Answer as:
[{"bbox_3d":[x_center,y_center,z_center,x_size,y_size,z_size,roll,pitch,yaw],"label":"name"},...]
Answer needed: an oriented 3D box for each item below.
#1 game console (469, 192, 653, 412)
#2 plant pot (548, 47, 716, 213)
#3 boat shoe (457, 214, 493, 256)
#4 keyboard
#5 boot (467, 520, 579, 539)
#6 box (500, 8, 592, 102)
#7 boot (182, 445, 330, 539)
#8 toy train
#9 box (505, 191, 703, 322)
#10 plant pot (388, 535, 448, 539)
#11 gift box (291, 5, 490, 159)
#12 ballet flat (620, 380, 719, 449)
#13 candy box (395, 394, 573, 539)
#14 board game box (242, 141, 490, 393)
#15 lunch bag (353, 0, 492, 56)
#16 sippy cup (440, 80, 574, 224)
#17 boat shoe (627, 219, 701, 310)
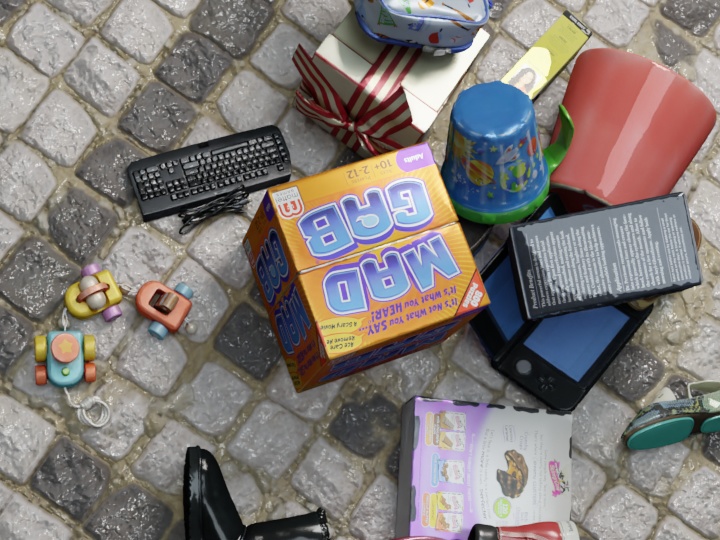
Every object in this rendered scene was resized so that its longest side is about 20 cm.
[{"bbox_3d":[0.242,0.039,1.744,0.170,0.119,0.200,35,69,21],"label":"game console"},{"bbox_3d":[0.322,-0.150,1.794,0.199,0.200,0.178,27,80,-5],"label":"plant pot"},{"bbox_3d":[0.153,-0.094,1.790,0.072,0.072,0.201,33,70,-2],"label":"boat shoe"},{"bbox_3d":[-0.174,-0.113,1.735,0.199,0.040,0.105,-18,79,-17],"label":"keyboard"},{"bbox_3d":[0.167,0.379,1.635,0.143,0.072,0.202,0,107,-8],"label":"boot"},{"bbox_3d":[0.214,-0.244,1.847,0.050,0.075,0.200,41,71,3],"label":"box"},{"bbox_3d":[-0.116,0.293,1.617,0.161,0.073,0.200,-3,82,-12],"label":"boot"},{"bbox_3d":[-0.284,0.071,1.648,0.150,0.056,0.201,36,69,-1],"label":"toy train"},{"bbox_3d":[0.273,-0.013,1.638,0.198,0.148,0.108,-11,86,4],"label":"box"},{"bbox_3d":[0.041,0.392,1.563,0.198,0.179,0.202,4,77,-19],"label":"plant pot"},{"bbox_3d":[0.026,-0.243,1.739,0.184,0.200,0.187,34,71,3],"label":"gift box"},{"bbox_3d":[0.406,0.175,1.787,0.198,0.074,0.075,-7,76,-17],"label":"ballet flat"},{"bbox_3d":[0.147,0.245,1.694,0.198,0.072,0.169,7,73,-11],"label":"candy box"},{"bbox_3d":[0.000,0.000,1.659,0.198,0.200,0.201,-18,79,-17],"label":"board game box"},{"bbox_3d":[0.069,-0.342,1.664,0.159,0.076,0.202,3,61,-23],"label":"lunch bag"},{"bbox_3d":[0.157,-0.147,1.698,0.139,0.131,0.178,25,58,26],"label":"sippy cup"},{"bbox_3d":[0.389,-0.017,1.792,0.072,0.067,0.200,53,41,0],"label":"boat shoe"}]
